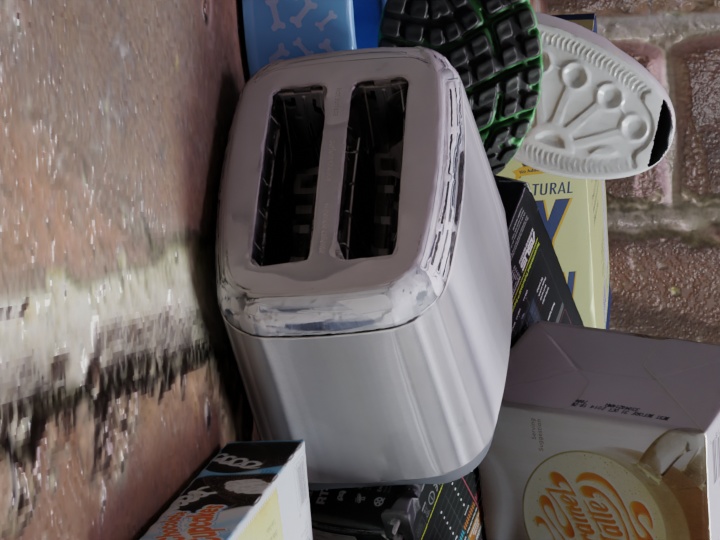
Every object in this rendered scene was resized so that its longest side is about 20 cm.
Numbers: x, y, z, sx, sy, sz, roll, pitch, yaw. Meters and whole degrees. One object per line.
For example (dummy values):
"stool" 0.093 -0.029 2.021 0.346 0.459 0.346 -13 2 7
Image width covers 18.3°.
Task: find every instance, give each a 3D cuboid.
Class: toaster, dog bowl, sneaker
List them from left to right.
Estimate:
"dog bowl" -0.017 -0.149 1.066 0.201 0.049 0.112 -83 167 -48
"toaster" 0.000 0.000 0.945 0.130 0.113 0.201 71 20 -49
"sneaker" 0.048 -0.142 1.074 0.085 0.077 0.202 -34 121 -80
"sneaker" 0.083 -0.113 1.223 0.146 0.199 0.081 -42 145 -69

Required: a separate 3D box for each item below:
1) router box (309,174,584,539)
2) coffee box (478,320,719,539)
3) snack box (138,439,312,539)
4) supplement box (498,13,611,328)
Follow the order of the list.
"router box" 0.043 0.076 1.063 0.201 0.062 0.150 -66 148 -30
"coffee box" 0.126 0.134 1.046 0.080 0.114 0.201 -45 136 -50
"snack box" -0.049 0.141 0.820 0.200 0.037 0.117 -44 130 -78
"supplement box" 0.086 -0.040 1.416 0.200 0.133 0.201 -70 156 -68
